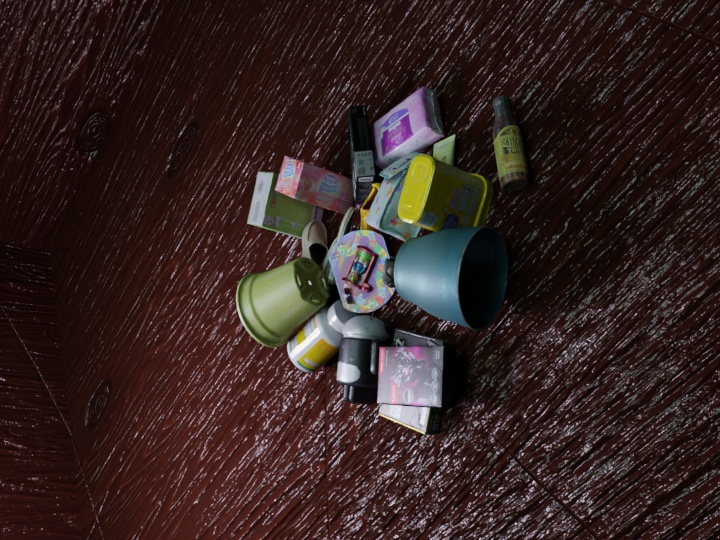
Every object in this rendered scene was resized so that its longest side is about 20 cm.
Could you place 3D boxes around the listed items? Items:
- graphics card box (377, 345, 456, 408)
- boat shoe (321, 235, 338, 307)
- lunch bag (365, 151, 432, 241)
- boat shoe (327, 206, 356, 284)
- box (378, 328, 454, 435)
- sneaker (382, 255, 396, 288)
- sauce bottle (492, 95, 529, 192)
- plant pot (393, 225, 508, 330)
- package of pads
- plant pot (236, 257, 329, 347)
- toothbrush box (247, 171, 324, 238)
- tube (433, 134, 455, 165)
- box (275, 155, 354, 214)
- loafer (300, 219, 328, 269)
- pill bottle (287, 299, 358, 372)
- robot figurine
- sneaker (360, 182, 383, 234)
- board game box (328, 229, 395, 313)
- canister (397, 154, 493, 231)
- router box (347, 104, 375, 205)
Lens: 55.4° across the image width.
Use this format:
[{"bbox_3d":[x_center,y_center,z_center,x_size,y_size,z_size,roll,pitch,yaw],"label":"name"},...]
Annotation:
[{"bbox_3d":[0.119,0.228,1.479,0.197,0.050,0.130,-7,76,47],"label":"graphics card box"},{"bbox_3d":[-0.076,0.010,1.825,0.072,0.059,0.207,22,-92,-86],"label":"boat shoe"},{"bbox_3d":[0.101,-0.179,1.591,0.170,0.119,0.205,-135,68,-77],"label":"lunch bag"},{"bbox_3d":[-0.036,-0.060,1.764,0.075,0.060,0.206,152,131,-85],"label":"boat shoe"},{"bbox_3d":[0.124,0.245,1.542,0.158,0.048,0.207,10,88,52],"label":"box"},{"bbox_3d":[0.123,0.013,1.553,0.196,0.112,0.079,2,84,47],"label":"sneaker"},{"bbox_3d":[0.309,-0.269,1.441,0.065,0.065,0.206,-24,65,43],"label":"sauce bottle"},{"bbox_3d":[0.176,0.006,1.405,0.184,0.197,0.207,8,86,40],"label":"plant pot"},{"bbox_3d":[0.114,-0.343,1.680,0.198,0.074,0.124,-28,59,42],"label":"package of pads"},{"bbox_3d":[-0.183,0.065,1.739,0.182,0.198,0.206,-28,60,31],"label":"plant pot"},{"bbox_3d":[-0.201,-0.177,1.911,0.085,0.196,0.150,12,90,50],"label":"toothbrush box"},{"bbox_3d":[0.187,-0.208,1.584,0.056,0.052,0.207,2,76,14],"label":"tube"},{"bbox_3d":[-0.113,-0.224,1.820,0.102,0.196,0.097,26,100,48],"label":"box"},{"bbox_3d":[-0.118,-0.061,1.856,0.068,0.075,0.204,-34,38,39],"label":"loafer"},{"bbox_3d":[-0.093,0.165,1.765,0.200,0.111,0.115,-44,51,33],"label":"pill bottle"},{"bbox_3d":[0.009,0.211,1.630,0.146,0.124,0.207,1,81,31],"label":"robot figurine"},{"bbox_3d":[0.023,-0.130,1.728,0.073,0.075,0.205,40,120,45],"label":"sneaker"},{"bbox_3d":[0.000,0.000,1.684,0.154,0.039,0.206,-21,80,18],"label":"board game box"},{"bbox_3d":[0.181,-0.150,1.457,0.086,0.197,0.153,21,96,48],"label":"canister"},{"bbox_3d":[0.001,-0.294,1.759,0.150,0.049,0.206,97,168,-68],"label":"router box"}]
